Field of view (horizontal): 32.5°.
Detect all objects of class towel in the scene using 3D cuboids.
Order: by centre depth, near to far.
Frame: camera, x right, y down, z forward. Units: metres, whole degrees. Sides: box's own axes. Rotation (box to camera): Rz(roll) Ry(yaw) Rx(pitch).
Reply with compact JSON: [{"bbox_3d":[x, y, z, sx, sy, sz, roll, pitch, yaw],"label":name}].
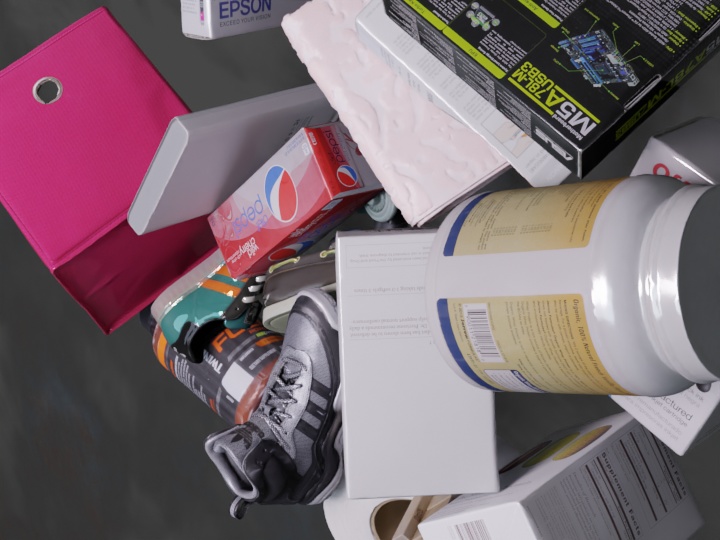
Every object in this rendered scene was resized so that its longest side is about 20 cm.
[{"bbox_3d":[0.066,-0.165,0.971,0.200,0.191,0.032,57,179,10],"label":"towel"}]

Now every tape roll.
[{"bbox_3d":[0.070,0.221,1.119,0.202,0.071,0.203,16,132,19],"label":"tape roll"}]

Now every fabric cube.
[{"bbox_3d":[-0.254,-0.093,1.221,0.200,0.196,0.200,50,170,19],"label":"fabric cube"}]

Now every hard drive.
[{"bbox_3d":[-0.108,-0.105,1.123,0.027,0.200,0.132,50,133,17],"label":"hard drive"}]

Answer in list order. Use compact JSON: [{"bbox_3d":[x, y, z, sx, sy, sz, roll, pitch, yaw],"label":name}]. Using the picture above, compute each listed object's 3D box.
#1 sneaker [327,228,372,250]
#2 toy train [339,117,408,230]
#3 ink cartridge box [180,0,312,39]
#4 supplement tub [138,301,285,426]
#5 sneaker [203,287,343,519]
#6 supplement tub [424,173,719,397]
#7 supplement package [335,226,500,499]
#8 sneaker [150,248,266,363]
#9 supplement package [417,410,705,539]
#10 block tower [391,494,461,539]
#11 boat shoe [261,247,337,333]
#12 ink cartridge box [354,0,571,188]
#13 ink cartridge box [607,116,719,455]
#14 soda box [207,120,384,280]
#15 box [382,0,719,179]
[{"bbox_3d":[0.027,0.044,1.133,0.200,0.085,0.077,51,133,18],"label":"sneaker"},{"bbox_3d":[0.029,-0.131,1.074,0.114,0.085,0.201,42,133,41],"label":"toy train"},{"bbox_3d":[-0.067,-0.302,1.011,0.043,0.196,0.201,18,118,36],"label":"ink cartridge box"},{"bbox_3d":[-0.146,0.085,1.301,0.200,0.107,0.107,36,127,29],"label":"supplement tub"},{"bbox_3d":[-0.068,0.118,1.041,0.075,0.114,0.201,23,116,42],"label":"sneaker"},{"bbox_3d":[0.157,0.012,0.830,0.200,0.144,0.145,-3,104,45],"label":"supplement tub"},{"bbox_3d":[0.041,0.068,0.971,0.117,0.116,0.201,-117,25,-86],"label":"supplement package"},{"bbox_3d":[-0.113,0.013,1.223,0.200,0.071,0.080,-40,69,12],"label":"sneaker"},{"bbox_3d":[0.163,0.200,0.979,0.114,0.200,0.110,-25,89,45],"label":"supplement package"},{"bbox_3d":[0.122,0.262,1.034,0.200,0.054,0.058,41,135,-7],"label":"block tower"},{"bbox_3d":[0.000,0.000,1.087,0.201,0.072,0.061,-17,62,24],"label":"boat shoe"},{"bbox_3d":[0.120,-0.174,0.930,0.200,0.047,0.160,44,87,8],"label":"ink cartridge box"},{"bbox_3d":[0.244,0.010,0.910,0.145,0.084,0.200,41,130,25],"label":"ink cartridge box"},{"bbox_3d":[-0.060,-0.060,1.091,0.200,0.063,0.070,-35,74,52],"label":"soda box"},{"bbox_3d":[0.148,-0.193,0.860,0.200,0.193,0.048,43,172,22],"label":"box"}]
